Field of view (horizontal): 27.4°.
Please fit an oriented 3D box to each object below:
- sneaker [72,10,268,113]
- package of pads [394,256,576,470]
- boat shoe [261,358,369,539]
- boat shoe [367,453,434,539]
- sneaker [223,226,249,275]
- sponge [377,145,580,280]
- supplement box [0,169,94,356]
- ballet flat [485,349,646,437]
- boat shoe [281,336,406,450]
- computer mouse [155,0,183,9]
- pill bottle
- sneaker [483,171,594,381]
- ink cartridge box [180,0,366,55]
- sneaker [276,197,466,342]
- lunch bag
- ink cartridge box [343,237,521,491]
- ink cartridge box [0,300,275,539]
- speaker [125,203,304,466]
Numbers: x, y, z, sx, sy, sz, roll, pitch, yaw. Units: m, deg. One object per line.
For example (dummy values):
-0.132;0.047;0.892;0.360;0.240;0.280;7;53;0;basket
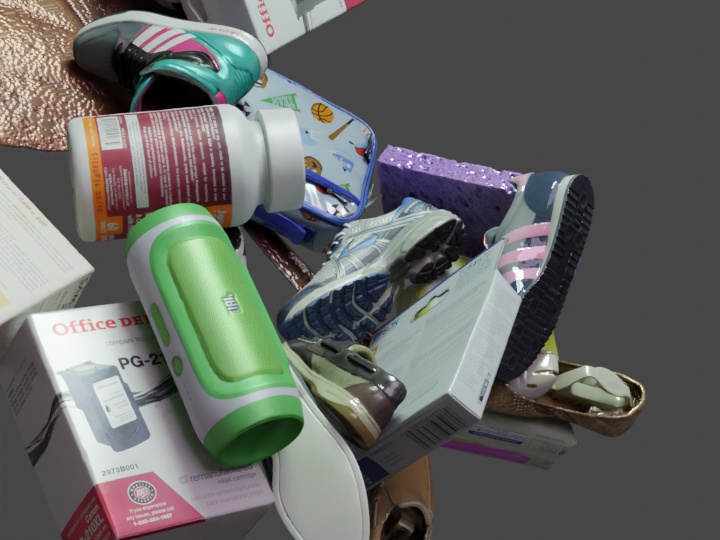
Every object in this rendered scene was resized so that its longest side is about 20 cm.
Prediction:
-0.198;-0.175;1.371;0.199;0.084;0.121;6;40;20;sneaker
0.112;0.082;1.405;0.154;0.068;0.201;15;46;-24;package of pads
-0.045;0.148;1.178;0.073;0.062;0.201;-29;70;-1;boat shoe
0.035;0.213;1.233;0.071;0.076;0.201;25;44;-13;boat shoe
-0.125;0.032;1.301;0.073;0.080;0.201;-17;41;4;sneaker
0.115;-0.055;1.428;0.199;0.112;0.030;15;53;21;sponge
-0.328;0.015;1.164;0.126;0.074;0.200;46;43;9;supplement box
0.174;0.100;1.333;0.199;0.065;0.071;13;52;-27;ballet flat
-0.013;0.092;1.239;0.066;0.201;0.072;-35;110;-9;boat shoe
-0.174;-0.319;1.580;0.110;0.044;0.200;52;39;6;computer mouse
-0.154;-0.089;1.301;0.199;0.110;0.110;-6;55;-12;pill bottle
0.139;0.003;1.312;0.070;0.082;0.201;45;64;-47;sneaker
-0.097;-0.313;1.549;0.200;0.083;0.146;-39;115;-47;ink cartridge box
0.000;0.000;1.377;0.199;0.077;0.085;-32;46;-17;sneaker
-0.077;-0.109;1.440;0.199;0.076;0.161;26;46;-11;lunch bag
0.053;0.088;1.263;0.041;0.199;0.200;39;43;-14;ink cartridge box
-0.179;0.127;1.158;0.144;0.084;0.201;-7;58;-39;ink cartridge box
-0.115;0.048;1.147;0.088;0.089;0.201;-6;58;-37;speaker
